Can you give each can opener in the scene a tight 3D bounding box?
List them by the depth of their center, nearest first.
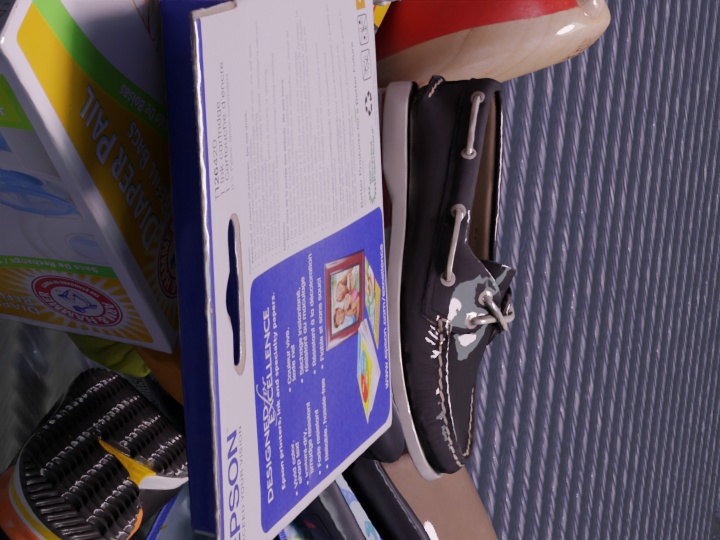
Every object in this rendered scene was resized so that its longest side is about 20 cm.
[{"bbox_3d":[-0.007,0.105,0.937,0.063,0.079,0.201,-29,123,-13],"label":"can opener"}]

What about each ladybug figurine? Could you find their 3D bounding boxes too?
[{"bbox_3d":[0.046,-0.133,1.072,0.135,0.199,0.073,-26,100,-55],"label":"ladybug figurine"}]

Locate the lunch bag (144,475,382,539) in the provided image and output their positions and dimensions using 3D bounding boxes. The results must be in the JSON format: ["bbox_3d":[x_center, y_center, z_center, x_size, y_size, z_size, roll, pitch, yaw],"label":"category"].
[{"bbox_3d":[-0.054,0.179,1.009,0.170,0.126,0.202,20,79,-73],"label":"lunch bag"}]

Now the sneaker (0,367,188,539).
[{"bbox_3d":[-0.134,0.106,0.863,0.090,0.070,0.200,-47,-179,11],"label":"sneaker"}]

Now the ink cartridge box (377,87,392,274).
[{"bbox_3d":[0.000,0.000,1.082,0.200,0.082,0.147,45,44,-71],"label":"ink cartridge box"}]

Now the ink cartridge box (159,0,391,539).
[{"bbox_3d":[-0.037,-0.009,0.737,0.200,0.047,0.200,-31,122,-67],"label":"ink cartridge box"}]

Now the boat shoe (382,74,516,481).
[{"bbox_3d":[0.047,0.001,0.959,0.074,0.060,0.202,47,39,-67],"label":"boat shoe"}]

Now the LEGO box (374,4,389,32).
[{"bbox_3d":[-0.027,-0.223,0.967,0.201,0.076,0.150,76,30,-48],"label":"LEGO box"}]

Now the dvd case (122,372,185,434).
[{"bbox_3d":[-0.087,-0.001,0.993,0.201,0.017,0.144,69,35,-54],"label":"dvd case"}]

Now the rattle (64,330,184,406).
[{"bbox_3d":[-0.041,-0.037,0.849,0.199,0.143,0.131,-38,104,-20],"label":"rattle"}]

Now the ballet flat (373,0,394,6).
[{"bbox_3d":[0.027,-0.186,0.926,0.072,0.071,0.201,80,27,-43],"label":"ballet flat"}]

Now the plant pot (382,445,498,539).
[{"bbox_3d":[0.016,0.190,1.161,0.200,0.198,0.176,-26,106,-66],"label":"plant pot"}]

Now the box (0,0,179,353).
[{"bbox_3d":[-0.124,-0.069,0.716,0.201,0.111,0.102,71,35,-56],"label":"box"}]
